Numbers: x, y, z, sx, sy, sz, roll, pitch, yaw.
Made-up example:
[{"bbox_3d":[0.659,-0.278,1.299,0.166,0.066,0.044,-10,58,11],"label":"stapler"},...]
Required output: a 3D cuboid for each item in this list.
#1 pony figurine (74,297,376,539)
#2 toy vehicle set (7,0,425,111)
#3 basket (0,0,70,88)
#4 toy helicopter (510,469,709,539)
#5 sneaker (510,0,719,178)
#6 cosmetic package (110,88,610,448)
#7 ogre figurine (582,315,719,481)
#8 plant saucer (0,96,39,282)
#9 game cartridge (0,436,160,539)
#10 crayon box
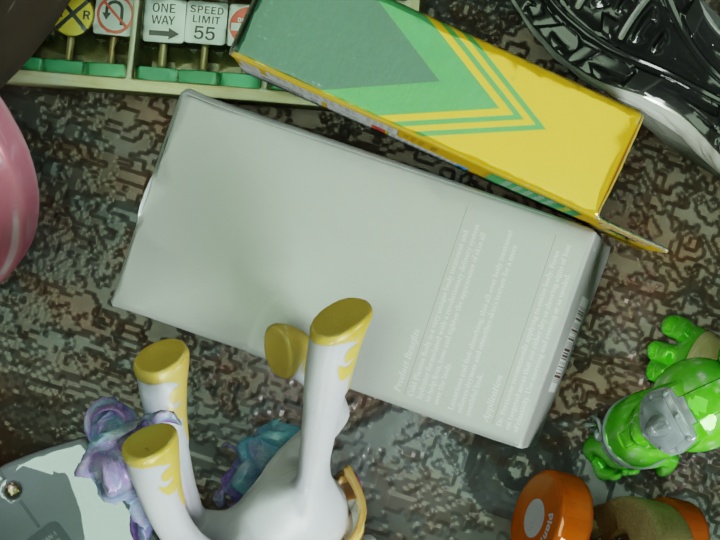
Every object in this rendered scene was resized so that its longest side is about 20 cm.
[{"bbox_3d":[-0.054,0.126,1.215,0.193,0.200,0.166,-33,40,-23],"label":"pony figurine"},{"bbox_3d":[-0.068,-0.141,1.323,0.200,0.027,0.124,5,89,7],"label":"toy vehicle set"},{"bbox_3d":[-0.226,-0.173,1.265,0.200,0.180,0.136,34,81,7],"label":"basket"},{"bbox_3d":[0.098,0.195,1.251,0.079,0.132,0.200,15,110,-24],"label":"toy helicopter"},{"bbox_3d":[0.132,-0.094,1.259,0.200,0.079,0.074,41,83,-6],"label":"sneaker"},{"bbox_3d":[0.000,0.000,1.283,0.200,0.090,0.107,21,91,10],"label":"cosmetic package"},{"bbox_3d":[0.192,0.038,1.240,0.200,0.120,0.098,-6,87,6],"label":"ogre figurine"},{"bbox_3d":[-0.239,-0.053,1.261,0.200,0.201,0.051,26,53,7],"label":"plant saucer"},{"bbox_3d":[-0.176,0.173,1.322,0.200,0.040,0.133,-36,88,4],"label":"game cartridge"},{"bbox_3d":[0.046,-0.071,1.234,0.200,0.126,0.052,25,91,0],"label":"crayon box"}]
